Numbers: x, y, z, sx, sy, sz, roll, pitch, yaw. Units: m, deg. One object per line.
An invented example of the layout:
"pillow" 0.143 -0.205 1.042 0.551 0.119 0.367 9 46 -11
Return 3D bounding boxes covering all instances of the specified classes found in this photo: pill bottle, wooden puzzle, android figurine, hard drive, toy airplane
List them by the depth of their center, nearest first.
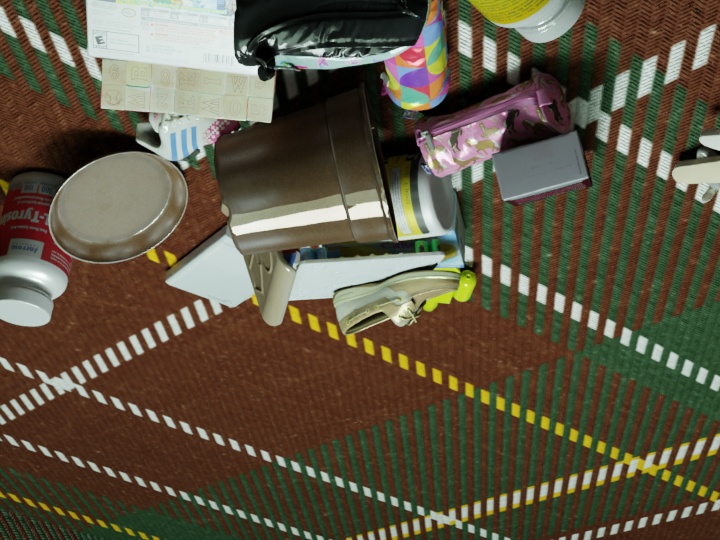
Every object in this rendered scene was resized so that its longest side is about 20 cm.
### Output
"pill bottle" 0.144 -0.320 1.386 0.112 0.113 0.200 -17 145 35
"toy airplane" 0.508 -0.125 1.703 0.200 0.141 0.200 39 143 13
"pill bottle" 0.017 -0.092 1.834 0.198 0.115 0.114 -7 150 21
"wooden puzzle" -0.133 -0.047 1.889 0.046 0.201 0.186 -17 158 -18
"pill bottle" -0.463 -0.029 1.932 0.111 0.202 0.113 5 153 2
"android figurine" 0.087 0.009 2.090 0.180 0.041 0.200 7 156 -4
"hard drive" -0.202 -0.004 2.128 0.131 0.027 0.200 21 148 -28

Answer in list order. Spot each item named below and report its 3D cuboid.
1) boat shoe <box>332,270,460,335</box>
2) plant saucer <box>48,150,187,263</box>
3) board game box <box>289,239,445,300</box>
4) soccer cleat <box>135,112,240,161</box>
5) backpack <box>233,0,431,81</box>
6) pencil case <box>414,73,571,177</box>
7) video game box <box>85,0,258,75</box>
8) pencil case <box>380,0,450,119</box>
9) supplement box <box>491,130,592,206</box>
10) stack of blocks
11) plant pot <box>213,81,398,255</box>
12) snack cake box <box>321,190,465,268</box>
"boat shoe" 0.054 0.046 1.914 0.199 0.067 0.074 -15 164 31
"plant saucer" -0.340 -0.094 1.896 0.199 0.032 0.201 -18 139 -17
"board game box" 0.000 0.000 1.898 0.198 0.026 0.200 -4 165 -11
"soccer cleat" -0.215 -0.193 1.724 0.086 0.070 0.199 19 150 -32
"backpack" -0.026 -0.282 1.387 0.198 0.169 0.127 2 -164 1
"pencil case" 0.163 -0.180 1.685 0.199 0.087 0.083 -17 111 34
"video game box" -0.201 -0.308 1.487 0.198 0.047 0.183 6 137 -3
"pencil case" 0.056 -0.262 1.544 0.087 0.089 0.200 1 150 7
"supplement box" 0.228 -0.124 1.690 0.108 0.061 0.200 -15 177 10
"stack of blocks" -0.199 -0.226 1.606 0.198 0.115 0.059 5 112 -3
"plant pot" -0.068 -0.112 1.675 0.196 0.202 0.201 -12 151 3
"snack cake box" 0.046 -0.055 1.948 0.198 0.068 0.115 -2 154 12
